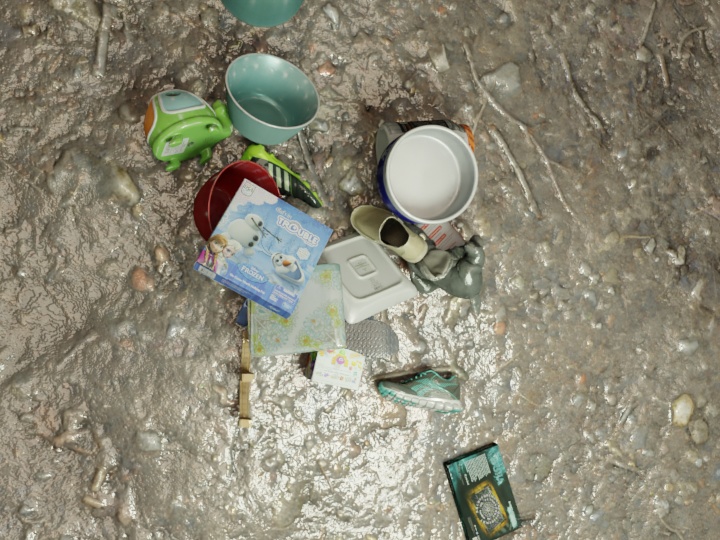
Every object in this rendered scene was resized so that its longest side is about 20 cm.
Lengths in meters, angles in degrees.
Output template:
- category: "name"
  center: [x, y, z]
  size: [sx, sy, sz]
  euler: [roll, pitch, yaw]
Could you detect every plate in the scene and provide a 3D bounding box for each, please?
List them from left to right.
- category: "plate"
  center: [0.000, 0.000, 1.418]
  size: [0.199, 0.032, 0.200]
  euler: [-21, 62, -37]

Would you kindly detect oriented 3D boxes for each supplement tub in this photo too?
- category: "supplement tub"
  center: [0.143, -0.271, 1.503]
  size: [0.199, 0.123, 0.123]
  euler: [-7, 88, -14]

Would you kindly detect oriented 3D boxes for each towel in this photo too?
- category: "towel"
  center: [-0.130, 0.079, 1.339]
  size: [0.199, 0.048, 0.172]
  euler: [-8, 76, 10]

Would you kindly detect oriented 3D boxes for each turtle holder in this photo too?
- category: "turtle holder"
  center: [-0.348, -0.302, 1.371]
  size: [0.185, 0.141, 0.132]
  euler: [-29, 78, -8]

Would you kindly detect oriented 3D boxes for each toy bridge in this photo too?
- category: "toy bridge"
  center: [-0.237, 0.219, 1.401]
  size: [0.027, 0.067, 0.201]
  euler: [3, 84, -14]

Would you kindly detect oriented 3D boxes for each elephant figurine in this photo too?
- category: "elephant figurine"
  center: [0.157, -0.014, 1.440]
  size: [0.199, 0.155, 0.142]
  euler: [3, 122, -1]

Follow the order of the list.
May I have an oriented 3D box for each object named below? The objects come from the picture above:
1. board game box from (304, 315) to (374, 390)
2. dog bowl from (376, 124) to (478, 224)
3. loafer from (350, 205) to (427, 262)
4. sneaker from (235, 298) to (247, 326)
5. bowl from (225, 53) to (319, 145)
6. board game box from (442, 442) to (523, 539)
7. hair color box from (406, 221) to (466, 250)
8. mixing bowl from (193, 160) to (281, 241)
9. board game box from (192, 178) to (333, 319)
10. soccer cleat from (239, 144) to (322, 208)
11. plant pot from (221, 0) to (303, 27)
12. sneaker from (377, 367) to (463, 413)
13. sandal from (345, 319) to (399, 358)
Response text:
- category: "board game box"
  center: [-0.043, 0.141, 1.438]
  size: [0.105, 0.103, 0.201]
  euler: [14, 83, -12]
- category: "dog bowl"
  center: [0.137, -0.195, 1.400]
  size: [0.200, 0.079, 0.201]
  euler: [-1, 92, -15]
- category: "loafer"
  center: [0.053, -0.089, 1.409]
  size: [0.200, 0.068, 0.076]
  euler: [31, 82, 32]
- category: "sneaker"
  center: [-0.182, 0.041, 1.425]
  size: [0.078, 0.070, 0.200]
  euler: [33, 78, -3]
- category: "bowl"
  center: [-0.195, -0.341, 1.408]
  size: [0.200, 0.105, 0.201]
  euler: [13, 55, -19]
- category: "board game box"
  center: [0.279, 0.510, 1.536]
  size: [0.135, 0.028, 0.200]
  euler: [-17, 90, -15]
- category: "hair color box"
  center: [0.175, -0.053, 1.528]
  size: [0.101, 0.061, 0.200]
  euler: [-43, 98, -11]
- category: "mixing bowl"
  center: [-0.264, -0.118, 1.375]
  size: [0.200, 0.108, 0.201]
  euler: [-2, 92, -51]
- category: "board game box"
  center: [-0.180, -0.042, 1.282]
  size: [0.200, 0.043, 0.199]
  euler: [29, 63, -11]
- category: "soccer cleat"
  center: [-0.171, -0.189, 1.452]
  size: [0.200, 0.068, 0.081]
  euler: [39, 91, -5]
- category: "plant pot"
  center: [-0.200, -0.640, 1.418]
  size: [0.200, 0.161, 0.201]
  euler: [1, 87, -15]
- category: "sneaker"
  center: [0.134, 0.259, 1.503]
  size: [0.200, 0.078, 0.091]
  euler: [14, 67, -17]
- category: "sandal"
  center: [-0.020, 0.132, 1.372]
  size: [0.200, 0.043, 0.076]
  euler: [8, 83, -2]
